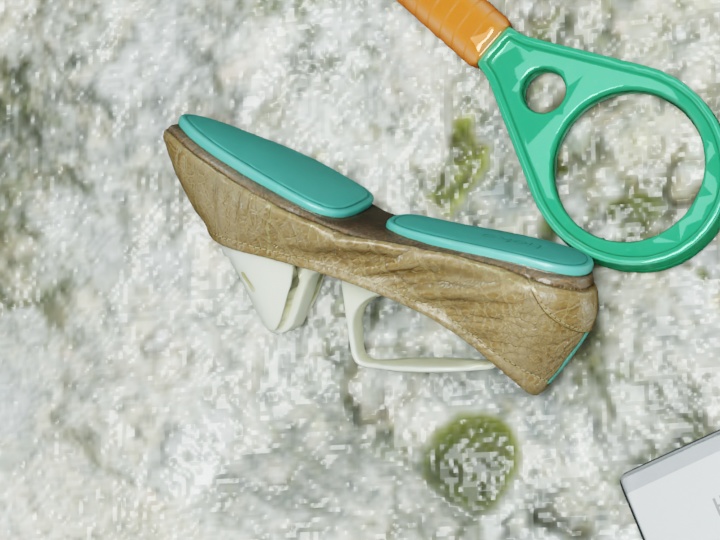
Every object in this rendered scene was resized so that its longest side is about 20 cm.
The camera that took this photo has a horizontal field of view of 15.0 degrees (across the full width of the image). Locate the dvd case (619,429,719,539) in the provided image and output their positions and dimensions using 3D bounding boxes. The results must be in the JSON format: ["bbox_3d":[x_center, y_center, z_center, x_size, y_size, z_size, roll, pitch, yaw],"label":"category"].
[{"bbox_3d":[0.203,0.140,1.033,0.150,0.025,0.201,-25,73,12],"label":"dvd case"}]

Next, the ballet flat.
[{"bbox_3d":[0.000,0.000,1.112,0.199,0.068,0.073,20,105,16],"label":"ballet flat"}]

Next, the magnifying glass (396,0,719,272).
[{"bbox_3d":[0.070,-0.077,1.121,0.200,0.022,0.080,43,94,18],"label":"magnifying glass"}]
